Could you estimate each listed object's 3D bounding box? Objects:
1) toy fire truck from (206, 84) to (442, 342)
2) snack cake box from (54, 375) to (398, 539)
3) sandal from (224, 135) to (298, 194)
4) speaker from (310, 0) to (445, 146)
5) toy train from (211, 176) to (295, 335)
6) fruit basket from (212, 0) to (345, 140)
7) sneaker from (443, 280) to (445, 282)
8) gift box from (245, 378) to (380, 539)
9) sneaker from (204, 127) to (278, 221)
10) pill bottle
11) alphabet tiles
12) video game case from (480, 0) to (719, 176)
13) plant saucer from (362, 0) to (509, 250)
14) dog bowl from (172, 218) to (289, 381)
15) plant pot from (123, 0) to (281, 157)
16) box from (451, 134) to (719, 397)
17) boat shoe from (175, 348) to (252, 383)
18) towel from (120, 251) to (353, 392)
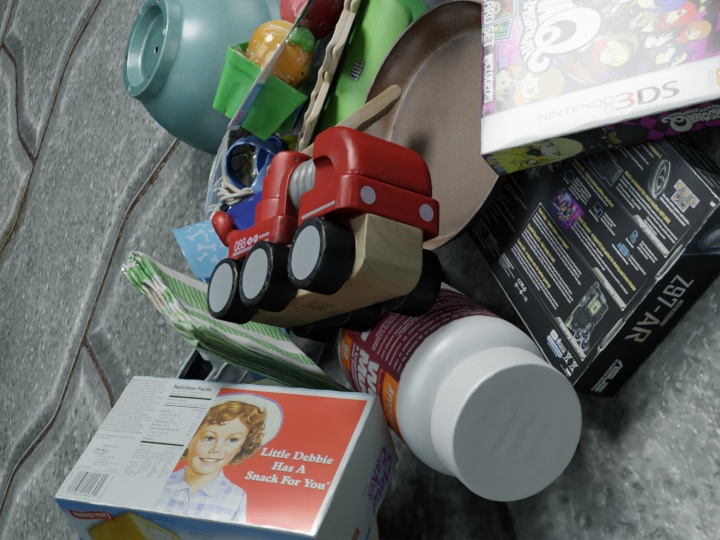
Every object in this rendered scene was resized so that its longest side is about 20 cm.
[{"bbox_3d":[-0.011,-0.060,0.755,0.176,0.128,0.202,-20,62,53],"label":"toy fire truck"},{"bbox_3d":[-0.088,0.139,0.712,0.199,0.068,0.115,2,41,25],"label":"snack cake box"},{"bbox_3d":[-0.077,-0.067,1.035,0.080,0.087,0.200,-57,43,23],"label":"sandal"},{"bbox_3d":[0.021,-0.167,0.925,0.088,0.088,0.201,39,112,53],"label":"speaker"},{"bbox_3d":[-0.075,-0.019,0.954,0.116,0.084,0.200,65,171,-22],"label":"toy train"},{"bbox_3d":[-0.057,-0.224,1.027,0.200,0.094,0.185,-51,7,12],"label":"fruit basket"},{"bbox_3d":[0.000,0.000,0.920,0.200,0.076,0.089,60,136,48],"label":"sneaker"},{"bbox_3d":[-0.066,0.200,0.827,0.187,0.199,0.186,-121,15,-50],"label":"gift box"},{"bbox_3d":[-0.134,-0.063,1.147,0.086,0.077,0.202,-21,55,65],"label":"sneaker"},{"bbox_3d":[0.063,0.075,0.733,0.200,0.109,0.110,37,110,66],"label":"pill bottle"},{"bbox_3d":[-0.027,-0.188,0.973,0.200,0.014,0.197,122,168,-68],"label":"alphabet tiles"},{"bbox_3d":[0.165,-0.173,0.686,0.180,0.036,0.202,-10,64,29],"label":"video game case"},{"bbox_3d":[0.062,-0.107,0.813,0.200,0.032,0.202,-22,63,51],"label":"plant saucer"},{"bbox_3d":[-0.110,0.038,1.001,0.201,0.049,0.112,60,173,8],"label":"dog bowl"},{"bbox_3d":[-0.189,-0.239,1.214,0.200,0.133,0.202,-22,62,50],"label":"plant pot"},{"bbox_3d":[0.155,-0.041,0.724,0.161,0.043,0.201,-58,39,27],"label":"box"},{"bbox_3d":[-0.140,0.081,1.093,0.201,0.071,0.070,-57,38,25],"label":"boat shoe"},{"bbox_3d":[-0.099,0.043,0.832,0.024,0.152,0.200,-62,31,2],"label":"towel"}]
